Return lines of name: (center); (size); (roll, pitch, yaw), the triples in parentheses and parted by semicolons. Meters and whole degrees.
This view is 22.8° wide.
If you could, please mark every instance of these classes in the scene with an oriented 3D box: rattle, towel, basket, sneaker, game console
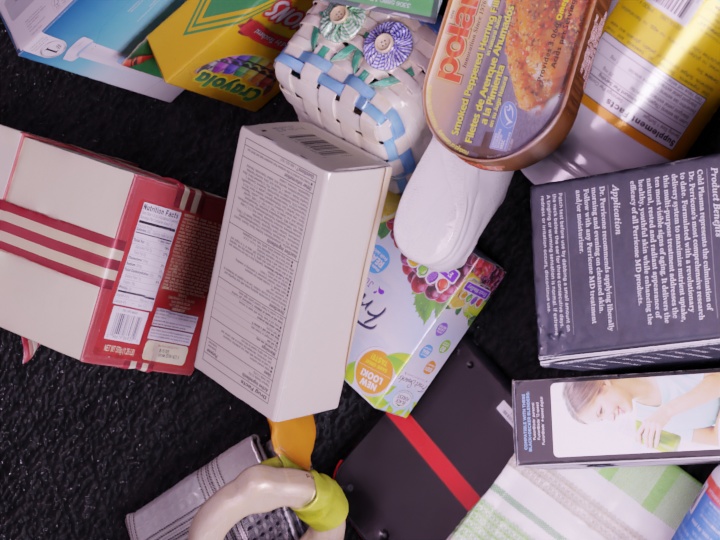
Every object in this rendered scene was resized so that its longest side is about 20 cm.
rattle: (-0.104, 0.202, 1.425); (0.143, 0.129, 0.201); (55, 129, 32)
towel: (-0.100, 0.251, 1.477); (0.199, 0.034, 0.194); (-31, 67, 26)
basket: (0.048, -0.172, 1.385); (0.176, 0.140, 0.200); (33, 66, 33)
sneaker: (0.092, -0.094, 1.315); (0.075, 0.088, 0.201); (28, 93, 29)
towel: (0.148, 0.203, 1.294); (0.149, 0.031, 0.201); (37, 87, 25)
game console: (0.082, 0.175, 1.374); (0.177, 0.031, 0.200); (-48, 62, 12)

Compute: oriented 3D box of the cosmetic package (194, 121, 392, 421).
cosmetic package: (-0.053, -0.001, 1.353); (0.103, 0.073, 0.202); (30, 117, 38)

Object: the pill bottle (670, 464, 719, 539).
pill bottle: (0.240, 0.242, 1.207); (0.112, 0.112, 0.201); (35, 104, 32)

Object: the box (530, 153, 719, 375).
box: (0.243, 0.001, 1.183); (0.195, 0.199, 0.125); (-7, 80, 32)

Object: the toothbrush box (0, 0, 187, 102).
toothbrush box: (-0.188, -0.234, 1.502); (0.146, 0.199, 0.086); (-39, 63, 24)

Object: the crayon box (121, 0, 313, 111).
crayon box: (-0.085, -0.200, 1.474); (0.199, 0.126, 0.051); (-37, 65, 25)

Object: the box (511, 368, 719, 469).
box: (0.212, 0.102, 1.220); (0.198, 0.117, 0.061); (-4, 82, 19)

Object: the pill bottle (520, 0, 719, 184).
pill bottle: (0.202, -0.135, 1.283); (0.111, 0.111, 0.201); (41, 106, 30)

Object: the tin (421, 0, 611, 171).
tin: (0.112, -0.167, 1.255); (0.111, 0.042, 0.202); (14, 81, 24)

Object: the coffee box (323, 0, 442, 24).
coffee box: (0.007, -0.256, 1.349); (0.122, 0.201, 0.044); (11, 123, -5)

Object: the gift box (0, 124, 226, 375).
gift box: (-0.242, -0.006, 1.518); (0.185, 0.184, 0.202); (20, 88, 32)

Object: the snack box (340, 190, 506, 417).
snack box: (0.000, 0.000, 1.421); (0.200, 0.053, 0.143); (40, 100, 35)
